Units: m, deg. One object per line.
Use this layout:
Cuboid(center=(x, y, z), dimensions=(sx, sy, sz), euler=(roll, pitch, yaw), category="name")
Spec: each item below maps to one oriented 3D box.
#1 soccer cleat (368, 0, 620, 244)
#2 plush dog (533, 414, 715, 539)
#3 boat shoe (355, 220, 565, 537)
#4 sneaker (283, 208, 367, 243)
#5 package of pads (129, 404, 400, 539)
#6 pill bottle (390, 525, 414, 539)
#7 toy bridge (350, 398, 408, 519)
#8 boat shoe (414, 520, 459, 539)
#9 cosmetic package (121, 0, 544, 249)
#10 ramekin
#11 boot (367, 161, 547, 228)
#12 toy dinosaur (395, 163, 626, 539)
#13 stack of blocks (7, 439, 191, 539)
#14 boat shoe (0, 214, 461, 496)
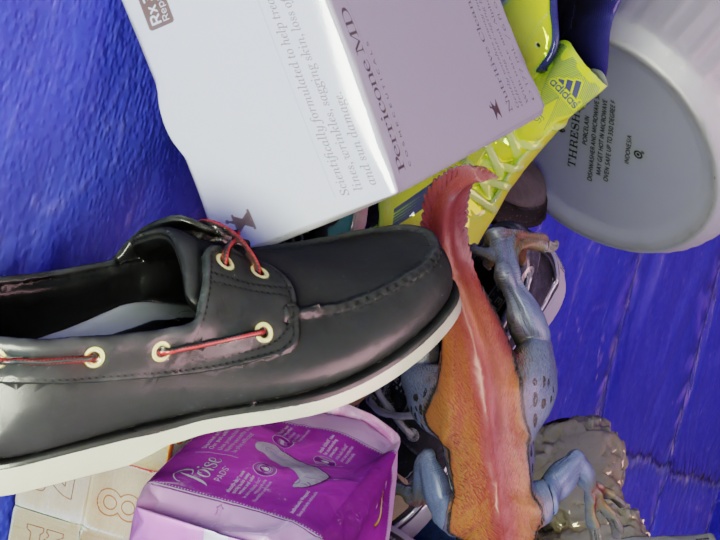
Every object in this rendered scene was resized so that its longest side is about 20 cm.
Cuboid(center=(0.068, -0.076, 1.069), dimensions=(0.065, 0.083, 0.201), euler=(36, 75, -51), category="soccer cleat")
Cuboid(center=(0.099, 0.202, 1.223), dimensions=(0.200, 0.160, 0.172), euler=(-41, 157, -29), category="plush dog")
Cuboid(center=(0.031, 0.062, 1.177), dimensions=(0.200, 0.072, 0.068), euler=(-52, 157, 1), category="boat shoe")
Cuboid(center=(-0.045, 0.034, 0.973), dimensions=(0.080, 0.071, 0.201), euler=(13, 83, -73), category="sneaker")
Cuboid(center=(-0.042, 0.155, 0.855), dimensions=(0.121, 0.075, 0.201), euler=(-46, 147, -63), category="package of pads")
Cuboid(center=(-0.035, 0.189, 1.045), dimensions=(0.200, 0.114, 0.115), euler=(-30, 132, -68), category="pill bottle")
Cuboid(center=(-0.009, 0.095, 1.058), dimensions=(0.027, 0.067, 0.200), euler=(-42, -149, 22), category="toy bridge")
Cuboid(center=(0.032, 0.150, 1.294), dimensions=(0.069, 0.084, 0.201), euler=(74, 36, -66), category="boat shoe")
Cuboid(center=(-0.005, -0.085, 0.902), dimensions=(0.113, 0.081, 0.200), euler=(68, 22, -6), category="cosmetic package")
Cuboid(center=(0.156, -0.099, 1.302), dimensions=(0.094, 0.202, 0.203), euler=(-48, 151, -34), category="ramekin")
Cuboid(center=(0.064, -0.090, 1.218), dimensions=(0.200, 0.069, 0.132), euler=(-21, 120, -73), category="boot")
Cuboid(center=(0.039, 0.079, 0.950), dimensions=(0.200, 0.104, 0.183), euler=(45, 39, -64), category="toy dinosaur")
Cuboid(center=(-0.087, 0.101, 0.896), dimensions=(0.115, 0.058, 0.201), euler=(-18, 121, -70), category="stack of blocks")
Cuboid(center=(-0.053, 0.016, 0.776), dimensions=(0.200, 0.074, 0.063), euler=(-15, 116, -26), category="boat shoe")
